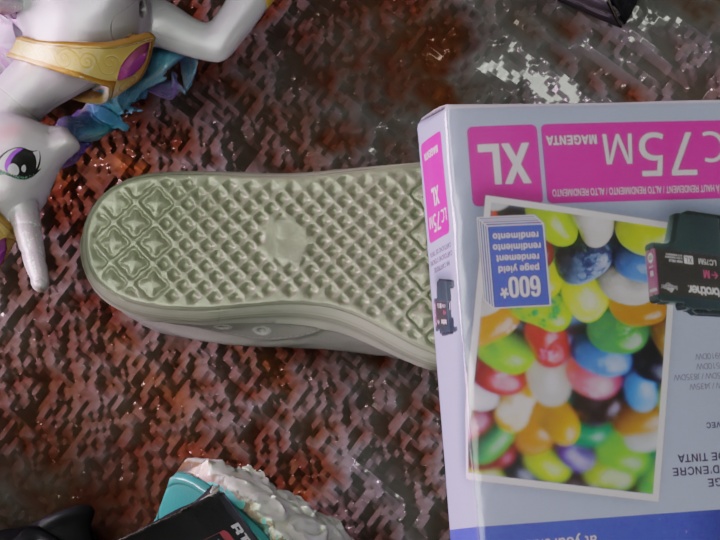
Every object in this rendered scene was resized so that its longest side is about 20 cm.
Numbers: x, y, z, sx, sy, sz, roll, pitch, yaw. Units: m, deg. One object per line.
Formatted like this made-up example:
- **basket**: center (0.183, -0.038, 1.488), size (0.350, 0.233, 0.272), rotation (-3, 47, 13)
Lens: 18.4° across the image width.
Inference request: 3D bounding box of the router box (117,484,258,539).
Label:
- **router box**: center (-0.045, 0.179, 0.690), size (0.062, 0.150, 0.200), rotation (-44, 77, 31)

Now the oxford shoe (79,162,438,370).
- **oxford shoe**: center (0.000, 0.000, 0.804), size (0.200, 0.058, 0.075), rotation (5, 76, -1)

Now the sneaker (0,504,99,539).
- **sneaker**: center (-0.109, 0.127, 0.803), size (0.200, 0.072, 0.083), rotation (24, 88, 15)

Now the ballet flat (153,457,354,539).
- **ballet flat**: center (0.006, 0.144, 0.781), size (0.072, 0.072, 0.200), rotation (-40, 78, 6)

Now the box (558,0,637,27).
- **box**: center (0.068, -0.213, 0.813), size (0.161, 0.049, 0.200), rotation (26, 90, 17)

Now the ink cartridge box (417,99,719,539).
- **ink cartridge box**: center (0.087, 0.042, 0.760), size (0.119, 0.042, 0.200), rotation (-2, 84, -14)

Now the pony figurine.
- **pony figurine**: center (-0.126, -0.109, 0.782), size (0.193, 0.167, 0.200), rotation (38, 87, 22)
